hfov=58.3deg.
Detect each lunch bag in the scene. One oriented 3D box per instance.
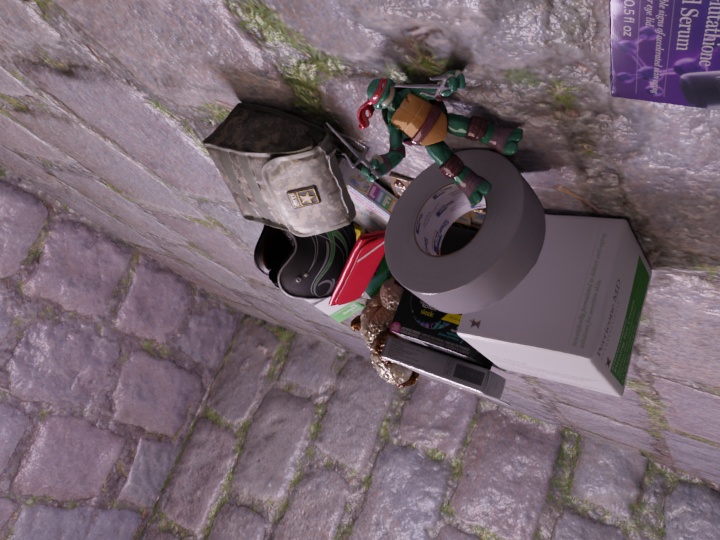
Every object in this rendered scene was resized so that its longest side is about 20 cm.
[{"bbox_3d":[-0.110,-0.145,0.973,0.199,0.118,0.165,17,149,29],"label":"lunch bag"}]

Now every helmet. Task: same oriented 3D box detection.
[{"bbox_3d":[-0.104,-0.058,1.213,0.198,0.192,0.200,13,-168,-3],"label":"helmet"}]

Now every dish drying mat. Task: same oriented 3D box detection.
[{"bbox_3d":[0.000,0.000,1.176,0.018,0.076,0.201,57,145,26],"label":"dish drying mat"}]

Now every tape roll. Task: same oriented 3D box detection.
[{"bbox_3d":[0.128,-0.050,0.814,0.199,0.202,0.066,10,163,45],"label":"tape roll"}]

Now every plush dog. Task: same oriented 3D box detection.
[{"bbox_3d":[0.057,0.141,1.275,0.159,0.173,0.200,-21,137,14],"label":"plush dog"}]

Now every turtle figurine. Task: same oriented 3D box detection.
[{"bbox_3d":[0.072,-0.162,0.716,0.199,0.101,0.150,26,126,-16],"label":"turtle figurine"}]

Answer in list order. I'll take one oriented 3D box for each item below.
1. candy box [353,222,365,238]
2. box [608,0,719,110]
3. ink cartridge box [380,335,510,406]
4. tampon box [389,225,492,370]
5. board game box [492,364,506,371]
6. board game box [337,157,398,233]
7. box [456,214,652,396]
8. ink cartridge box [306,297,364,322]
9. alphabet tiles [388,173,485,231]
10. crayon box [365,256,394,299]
[{"bbox_3d":[-0.080,-0.070,1.358,0.199,0.026,0.103,18,128,25],"label":"candy box"},{"bbox_3d":[0.250,-0.169,0.357,0.199,0.105,0.148,17,165,29],"label":"box"},{"bbox_3d":[0.159,0.178,1.136,0.199,0.044,0.173,16,172,32],"label":"ink cartridge box"},{"bbox_3d":[0.166,0.041,1.085,0.149,0.202,0.126,15,170,30],"label":"tampon box"},{"bbox_3d":[0.213,0.118,1.231,0.198,0.042,0.200,21,-168,23],"label":"board game box"},{"bbox_3d":[0.004,-0.118,1.109,0.199,0.034,0.134,33,166,-29],"label":"board game box"},{"bbox_3d":[0.278,0.043,0.916,0.199,0.200,0.171,8,160,40],"label":"box"},{"bbox_3d":[-0.088,0.010,1.514,0.084,0.147,0.200,-30,141,20],"label":"ink cartridge box"},{"bbox_3d":[0.142,-0.101,1.015,0.198,0.008,0.167,19,166,17],"label":"alphabet tiles"},{"bbox_3d":[0.089,0.039,1.344,0.118,0.059,0.200,-24,135,15],"label":"crayon box"}]
